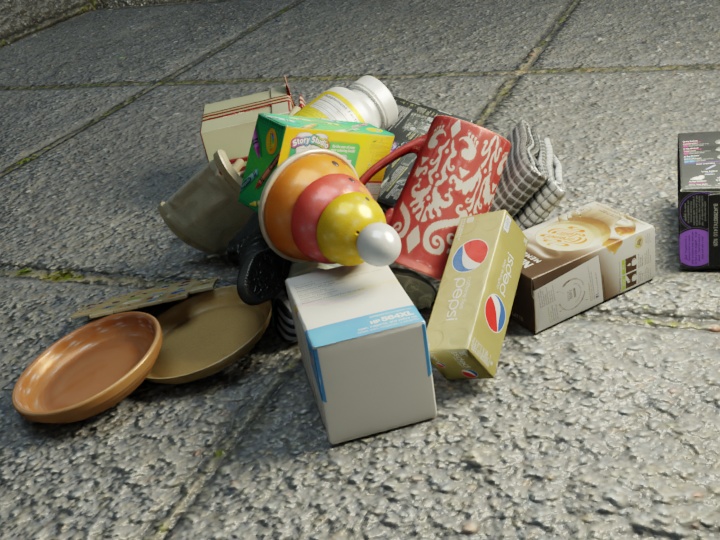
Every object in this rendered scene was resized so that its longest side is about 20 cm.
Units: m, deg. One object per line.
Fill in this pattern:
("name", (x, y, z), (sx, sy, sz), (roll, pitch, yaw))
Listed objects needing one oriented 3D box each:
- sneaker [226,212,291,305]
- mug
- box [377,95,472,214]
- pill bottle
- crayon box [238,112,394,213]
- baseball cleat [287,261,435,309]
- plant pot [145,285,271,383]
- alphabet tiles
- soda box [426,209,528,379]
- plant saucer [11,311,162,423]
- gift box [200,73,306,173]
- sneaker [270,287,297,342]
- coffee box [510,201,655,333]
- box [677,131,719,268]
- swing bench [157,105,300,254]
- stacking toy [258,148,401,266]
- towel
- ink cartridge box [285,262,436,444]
("sneaker", (-0.137, -0.019, 1.207), (0.104, 0.060, 0.200), (-22, 32, 38))
("mug", (0.094, -0.097, 1.192), (0.177, 0.200, 0.133), (21, 2, -27))
("box", (0.051, -0.168, 1.366), (0.160, 0.044, 0.200), (23, 60, 31))
("pill bottle", (-0.043, -0.190, 1.306), (0.200, 0.111, 0.111), (-39, 37, -22))
("crayon box", (-0.054, -0.135, 1.196), (0.200, 0.119, 0.058), (-3, 26, -46))
("baseball cleat", (0.000, 0.000, 1.219), (0.200, 0.070, 0.107), (9, 36, -14))
("plant pot", (-0.205, 0.086, 1.198), (0.200, 0.028, 0.200), (-16, 27, 9))
("alphabet tiles", (-0.305, 0.039, 1.313), (0.200, 0.006, 0.166), (-12, 8, -4))
("soda box", (0.137, 0.028, 1.087), (0.068, 0.064, 0.200), (-8, 49, 39))
("plant saucer", (-0.337, 0.125, 1.153), (0.200, 0.038, 0.200), (-18, 29, 10))
("gift box", (-0.177, -0.234, 1.655), (0.186, 0.185, 0.200), (-12, 34, 1))
("sneaker", (-0.096, 0.031, 1.265), (0.087, 0.075, 0.200), (-8, 35, -25))
("coffee box", (0.268, -0.009, 1.191), (0.200, 0.080, 0.114), (-22, 30, -23))
("box", (0.486, -0.099, 1.245), (0.106, 0.122, 0.200), (-1, 29, 18))
("swing bench", (-0.172, -0.125, 1.421), (0.199, 0.130, 0.200), (-29, 7, 48))
("stacking toy", (-0.015, -0.051, 1.076), (0.146, 0.146, 0.200), (-24, 34, -26))
("towel", (0.206, -0.112, 1.304), (0.086, 0.166, 0.200), (31, 27, -13))
("ink cartridge box", (-0.005, 0.080, 1.062), (0.125, 0.129, 0.200), (-13, 28, -8))
